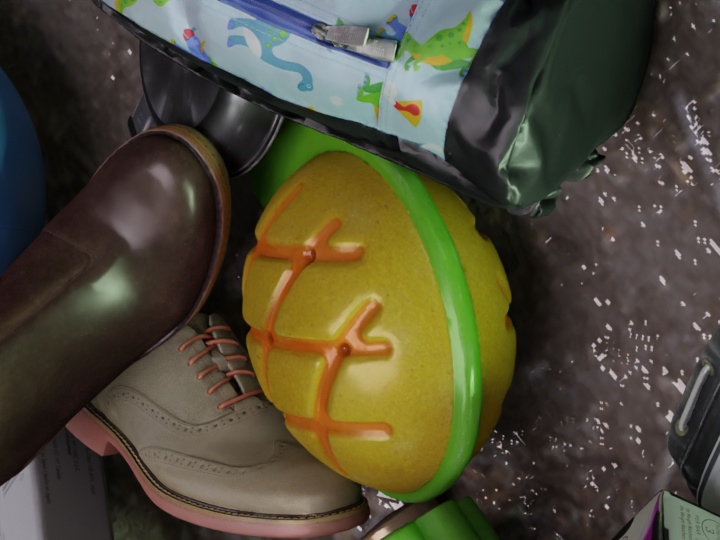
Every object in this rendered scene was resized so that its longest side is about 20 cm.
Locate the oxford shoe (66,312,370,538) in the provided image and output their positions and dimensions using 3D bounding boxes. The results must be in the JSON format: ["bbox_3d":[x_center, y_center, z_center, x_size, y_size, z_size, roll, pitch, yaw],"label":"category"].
[{"bbox_3d":[-0.071,0.061,1.024,0.200,0.071,0.074,23,116,42],"label":"oxford shoe"}]

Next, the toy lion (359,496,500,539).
[{"bbox_3d":[-0.024,0.162,0.956,0.200,0.192,0.069,-37,79,9],"label":"toy lion"}]

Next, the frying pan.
[{"bbox_3d":[-0.084,-0.090,1.008,0.190,0.031,0.115,-16,77,54],"label":"frying pan"}]

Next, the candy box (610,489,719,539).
[{"bbox_3d":[0.161,0.180,0.884,0.200,0.061,0.136,27,128,-16],"label":"candy box"}]

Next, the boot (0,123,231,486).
[{"bbox_3d":[-0.143,0.035,0.948,0.072,0.166,0.200,42,123,8],"label":"boot"}]

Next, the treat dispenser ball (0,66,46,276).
[{"bbox_3d":[-0.245,-0.033,1.040,0.201,0.201,0.201,13,116,29],"label":"treat dispenser ball"}]

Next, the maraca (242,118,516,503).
[{"bbox_3d":[0.000,0.000,0.953,0.137,0.107,0.200,-44,60,53],"label":"maraca"}]

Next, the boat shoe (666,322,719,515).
[{"bbox_3d":[0.168,0.009,0.861,0.071,0.072,0.200,46,119,43],"label":"boat shoe"}]

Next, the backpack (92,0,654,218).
[{"bbox_3d":[-0.002,-0.113,0.857,0.200,0.163,0.154,11,111,21],"label":"backpack"}]

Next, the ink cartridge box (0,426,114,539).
[{"bbox_3d":[-0.173,0.174,1.103,0.174,0.044,0.200,-55,35,37],"label":"ink cartridge box"}]
